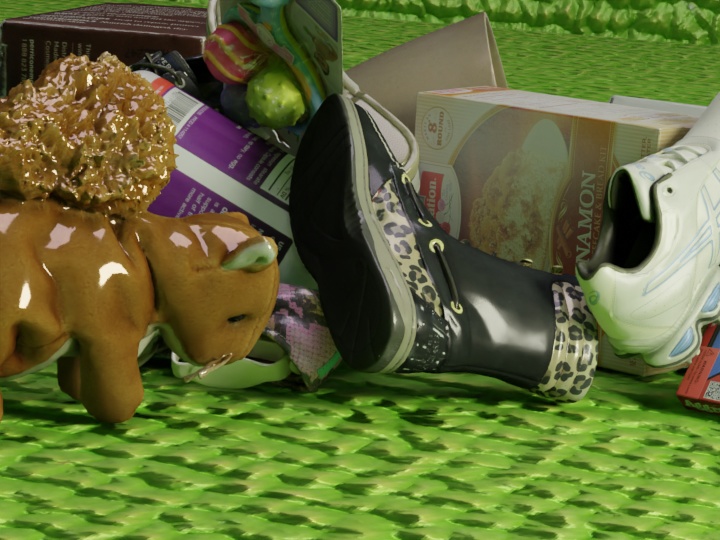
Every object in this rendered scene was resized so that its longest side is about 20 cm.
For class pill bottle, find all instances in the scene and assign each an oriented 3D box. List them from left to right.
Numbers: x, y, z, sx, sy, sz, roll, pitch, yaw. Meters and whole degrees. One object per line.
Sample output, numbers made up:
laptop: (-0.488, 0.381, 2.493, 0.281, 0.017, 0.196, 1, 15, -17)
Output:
pill bottle: (-0.082, -0.029, 1.659, 0.200, 0.112, 0.112, 31, 14, 3)

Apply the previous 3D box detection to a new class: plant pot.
plant pot: (0.012, -0.066, 1.904, 0.200, 0.187, 0.187, -13, 9, 6)

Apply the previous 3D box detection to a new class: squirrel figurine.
squirrel figurine: (-0.140, -0.018, 1.479, 0.187, 0.200, 0.142, -8, 7, -8)

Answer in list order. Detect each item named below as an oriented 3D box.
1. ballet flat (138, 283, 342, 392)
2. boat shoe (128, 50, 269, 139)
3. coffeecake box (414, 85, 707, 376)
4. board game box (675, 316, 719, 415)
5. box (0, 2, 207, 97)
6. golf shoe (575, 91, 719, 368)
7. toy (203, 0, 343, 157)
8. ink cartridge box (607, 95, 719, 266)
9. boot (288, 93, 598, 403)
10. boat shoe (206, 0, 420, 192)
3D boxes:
ballet flat: (-0.103, 0.033, 1.593, 0.200, 0.069, 0.071, 10, 44, 24)
boat shoe: (-0.125, -0.116, 1.797, 0.200, 0.066, 0.070, -7, 41, -39)
coffeecake box: (0.126, -0.029, 1.718, 0.200, 0.154, 0.073, 12, 14, 43)
board game box: (0.266, 0.000, 1.566, 0.103, 0.200, 0.019, 11, -26, 38)
box: (-0.159, -0.111, 2.053, 0.164, 0.166, 0.200, 5, 11, 17)
golf shoe: (0.189, -0.045, 1.575, 0.078, 0.200, 0.097, 2, -33, 45)
toy: (-0.061, -0.125, 1.647, 0.047, 0.200, 0.115, -33, 64, -24)
ink cartridge box: (0.257, -0.039, 1.803, 0.146, 0.083, 0.200, 10, -12, 33)
boot: (0.047, -0.008, 1.585, 0.154, 0.073, 0.204, 14, 40, -28)
boat shoe: (-0.036, -0.106, 1.772, 0.075, 0.068, 0.200, -29, 61, -17)
